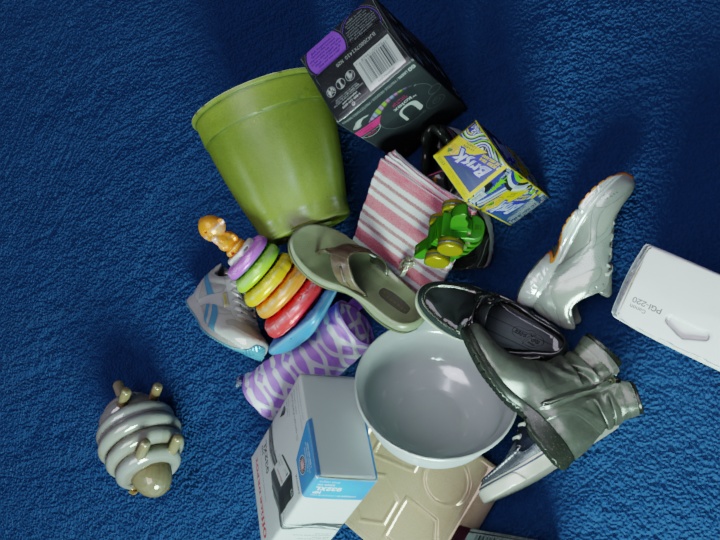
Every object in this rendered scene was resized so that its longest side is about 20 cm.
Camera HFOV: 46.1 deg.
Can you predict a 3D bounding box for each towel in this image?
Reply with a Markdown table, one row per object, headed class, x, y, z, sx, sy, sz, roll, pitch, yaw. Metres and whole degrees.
| class | x | y | z | sx | sy | sz | roll | pitch | yaw |
| --- | --- | --- | --- | --- | --- | --- | --- | --- | --- |
| towel | 0.060 | -0.036 | 1.095 | 0.146 | 0.030 | 0.201 | 38 | 131 | 22 |

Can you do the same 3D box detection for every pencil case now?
| class | x | y | z | sx | sy | sz | roll | pitch | yaw |
| --- | --- | --- | --- | --- | --- | --- | --- | --- | --- |
| pencil case | -0.073 | 0.124 | 1.160 | 0.199 | 0.086 | 0.084 | -37 | 107 | 18 |

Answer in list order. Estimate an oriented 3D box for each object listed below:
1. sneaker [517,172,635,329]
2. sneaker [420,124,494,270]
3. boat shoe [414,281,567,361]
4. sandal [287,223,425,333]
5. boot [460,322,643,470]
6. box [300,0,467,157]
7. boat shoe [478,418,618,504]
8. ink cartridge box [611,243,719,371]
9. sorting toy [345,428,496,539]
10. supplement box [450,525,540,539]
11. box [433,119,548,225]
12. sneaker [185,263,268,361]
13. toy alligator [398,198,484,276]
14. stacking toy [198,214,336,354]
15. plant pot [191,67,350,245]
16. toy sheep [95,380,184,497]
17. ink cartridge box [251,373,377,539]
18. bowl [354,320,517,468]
| class | x | y | z | sx | sy | sz | roll | pitch | yaw |
| --- | --- | --- | --- | --- | --- | --- | --- | --- | --- |
| sneaker | 0.278 | -0.020 | 1.011 | 0.092 | 0.076 | 0.201 | 37 | 108 | 17 |
| sneaker | 0.110 | -0.095 | 1.087 | 0.080 | 0.086 | 0.202 | -21 | 75 | 23 |
| boat shoe | 0.160 | 0.062 | 1.021 | 0.198 | 0.066 | 0.075 | 30 | 77 | 8 |
| sandal | 0.001 | 0.000 | 1.064 | 0.200 | 0.058 | 0.080 | 32 | 60 | 6 |
| boot | 0.216 | 0.113 | 0.964 | 0.130 | 0.068 | 0.201 | -38 | 78 | -2 |
| box | 0.035 | -0.235 | 1.077 | 0.122 | 0.199 | 0.107 | -36 | 70 | 18 |
| boat shoe | 0.211 | 0.192 | 1.016 | 0.199 | 0.075 | 0.093 | -35 | 66 | 8 |
| ink cartridge box | 0.357 | 0.050 | 0.884 | 0.145 | 0.200 | 0.086 | 27 | 96 | 26 |
| sorting toy | 0.066 | 0.282 | 1.098 | 0.199 | 0.036 | 0.186 | 33 | 99 | 21 |
| supplement box | 0.160 | 0.416 | 0.983 | 0.129 | 0.103 | 0.203 | 6 | 86 | 14 |
| box | 0.158 | -0.110 | 1.001 | 0.064 | 0.200 | 0.070 | -38 | 71 | 16 |
| sneaker | -0.181 | 0.057 | 1.192 | 0.081 | 0.076 | 0.200 | -54 | 41 | 3 |
| toy alligator | 0.102 | -0.030 | 1.005 | 0.054 | 0.200 | 0.060 | 14 | 67 | -12 |
| stacking toy | -0.132 | 0.000 | 1.098 | 0.200 | 0.110 | 0.116 | 42 | 129 | -12 |
| plant pot | -0.104 | -0.142 | 1.155 | 0.199 | 0.200 | 0.195 | -22 | 86 | 22 |
| toy sheep | -0.324 | 0.242 | 1.243 | 0.138 | 0.137 | 0.201 | -39 | 54 | 17 |
| ink cartridge box | -0.064 | 0.248 | 1.064 | 0.201 | 0.083 | 0.146 | 120 | 147 | -40 |
| bowl | 0.090 | 0.167 | 1.043 | 0.198 | 0.091 | 0.203 | 2 | 48 | -2 |
